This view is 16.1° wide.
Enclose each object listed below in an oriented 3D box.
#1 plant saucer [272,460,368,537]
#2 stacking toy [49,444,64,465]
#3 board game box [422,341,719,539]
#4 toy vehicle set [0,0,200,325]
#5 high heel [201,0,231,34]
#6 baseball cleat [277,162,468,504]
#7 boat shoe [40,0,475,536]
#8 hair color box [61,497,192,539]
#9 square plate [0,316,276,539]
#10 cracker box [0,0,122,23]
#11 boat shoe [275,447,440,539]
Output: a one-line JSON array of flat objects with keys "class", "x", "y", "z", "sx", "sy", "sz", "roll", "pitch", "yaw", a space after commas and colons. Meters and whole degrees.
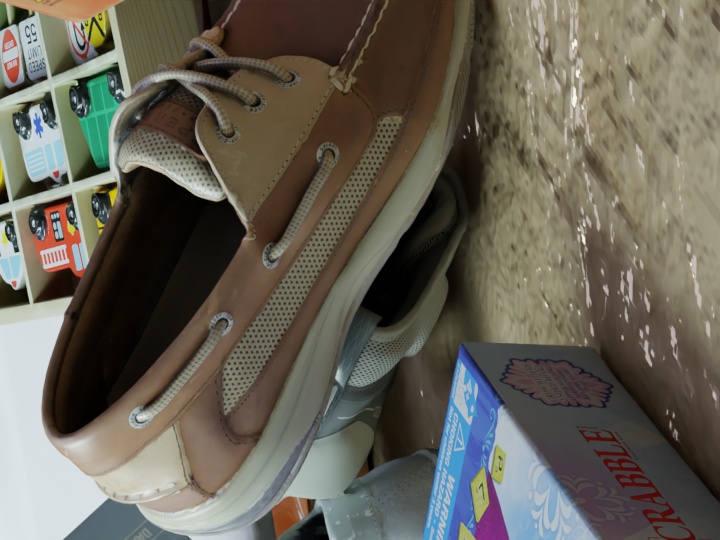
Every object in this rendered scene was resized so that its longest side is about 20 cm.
[{"class": "plant saucer", "x": -0.031, "y": 0.046, "z": 1.037, "sx": 0.200, "sy": 0.032, "sz": 0.201, "roll": 169, "pitch": 90, "yaw": -78}, {"class": "stacking toy", "x": -0.100, "y": 0.009, "z": 1.082, "sx": 0.086, "sy": 0.085, "sz": 0.201, "roll": 92, "pitch": 168, "yaw": -45}, {"class": "board game box", "x": 0.052, "y": 0.147, "z": 0.596, "sx": 0.200, "sy": 0.041, "sz": 0.201, "roll": -126, "pitch": 42, "yaw": -63}, {"class": "toy vehicle set", "x": -0.099, "y": -0.049, "z": 0.845, "sx": 0.200, "sy": 0.026, "sz": 0.125, "roll": -10, "pitch": 92, "yaw": 64}, {"class": "high heel", "x": -0.020, "y": -0.120, "z": 0.801, "sx": 0.096, "sy": 0.067, "sz": 0.201, "roll": -59, "pitch": -12, "yaw": -56}, {"class": "baseball cleat", "x": 0.000, "y": 0.000, "z": 0.800, "sx": 0.107, "sy": 0.070, "sz": 0.200, "roll": -57, "pitch": 13, "yaw": 19}, {"class": "boat shoe", "x": -0.029, "y": -0.029, "z": 0.688, "sx": 0.076, "sy": 0.072, "sz": 0.201, "roll": 10, "pitch": 79, "yaw": 43}, {"class": "hair color box", "x": -0.027, "y": 0.171, "z": 0.828, "sx": 0.200, "sy": 0.061, "sz": 0.099, "roll": 42, "pitch": 156, "yaw": 15}, {"class": "square plate", "x": -0.095, "y": 0.068, "z": 0.952, "sx": 0.198, "sy": 0.028, "sz": 0.201, "roll": -4, "pitch": 98, "yaw": 47}, {"class": "cracker box", "x": -0.064, "y": -0.188, "z": 0.710, "sx": 0.134, "sy": 0.058, "sz": 0.201, "roll": -22, "pitch": 67, "yaw": 38}, {"class": "boat shoe", "x": -0.001, "y": 0.098, "z": 0.838, "sx": 0.201, "sy": 0.071, "sz": 0.070, "roll": 120, "pitch": 138, "yaw": -72}]
